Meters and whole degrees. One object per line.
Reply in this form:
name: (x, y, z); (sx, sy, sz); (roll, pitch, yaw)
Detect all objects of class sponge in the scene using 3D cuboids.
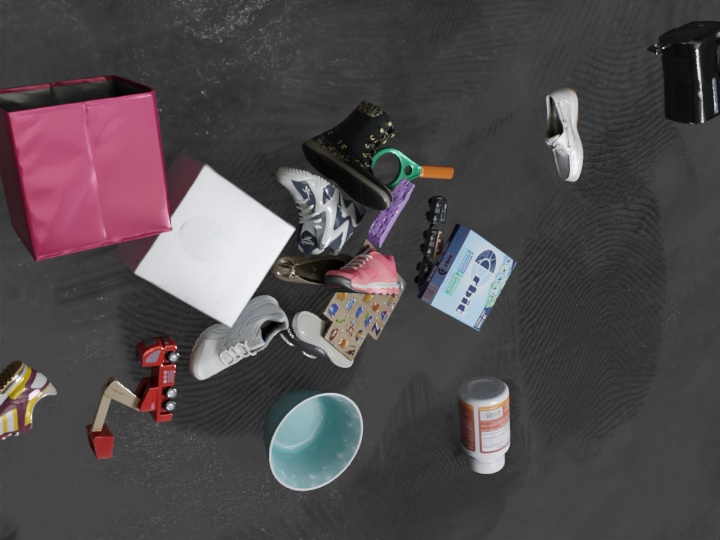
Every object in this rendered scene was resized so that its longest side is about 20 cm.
sponge: (0.053, -0.101, 1.489); (0.030, 0.200, 0.112); (31, 88, 2)

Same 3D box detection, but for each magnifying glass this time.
magnifying glass: (0.095, -0.193, 1.579); (0.199, 0.022, 0.080); (0, 107, -31)

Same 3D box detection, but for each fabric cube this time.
fabric cube: (-0.397, -0.154, 1.160); (0.199, 0.196, 0.200); (-16, 115, -28)

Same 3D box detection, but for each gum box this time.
gum box: (0.223, 0.018, 1.702); (0.200, 0.044, 0.170); (29, 90, -49)

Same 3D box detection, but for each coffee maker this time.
coffee maker: (0.734, -0.437, 1.855); (0.191, 0.135, 0.201); (-16, 117, -2)

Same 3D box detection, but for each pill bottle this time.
pill bottle: (0.277, 0.346, 1.837); (0.112, 0.112, 0.201); (-18, 117, -27)

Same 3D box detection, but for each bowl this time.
bowl: (-0.105, 0.306, 1.576); (0.200, 0.105, 0.202); (-11, 113, -29)

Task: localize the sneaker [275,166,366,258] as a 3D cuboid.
sneaker: (-0.088, -0.092, 1.456); (0.199, 0.079, 0.130); (31, 81, -47)

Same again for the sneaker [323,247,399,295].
sneaker: (0.000, 0.000, 1.515); (0.200, 0.073, 0.087); (6, 86, -55)

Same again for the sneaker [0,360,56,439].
sneaker: (-0.561, 0.240, 1.273); (0.200, 0.075, 0.090); (-49, 121, -7)

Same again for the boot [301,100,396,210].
boot: (0.015, -0.204, 1.419); (0.154, 0.203, 0.074); (-42, 150, -19)

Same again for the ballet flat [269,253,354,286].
ballet flat: (-0.076, 0.000, 1.517); (0.199, 0.046, 0.068); (6, 102, -38)

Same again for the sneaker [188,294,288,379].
sneaker: (-0.215, 0.122, 1.449); (0.200, 0.087, 0.075); (-40, 126, -13)

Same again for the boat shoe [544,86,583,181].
boat shoe: (0.416, -0.280, 1.729); (0.069, 0.071, 0.201); (-19, 108, -25)

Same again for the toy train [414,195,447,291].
toy train: (0.144, -0.052, 1.654); (0.046, 0.034, 0.201); (-6, 111, -43)

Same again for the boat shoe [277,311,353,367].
boat shoe: (-0.082, 0.133, 1.556); (0.200, 0.060, 0.074); (33, 56, -50)

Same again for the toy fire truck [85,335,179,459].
toy fire truck: (-0.386, 0.211, 1.392); (0.140, 0.049, 0.201); (-3, 108, -32)

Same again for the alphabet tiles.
alphabet tiles: (0.004, 0.066, 1.581); (0.167, 0.008, 0.201); (46, 67, -44)

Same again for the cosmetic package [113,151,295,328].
cosmetic package: (-0.252, -0.049, 1.339); (0.200, 0.123, 0.200); (36, 86, -35)
